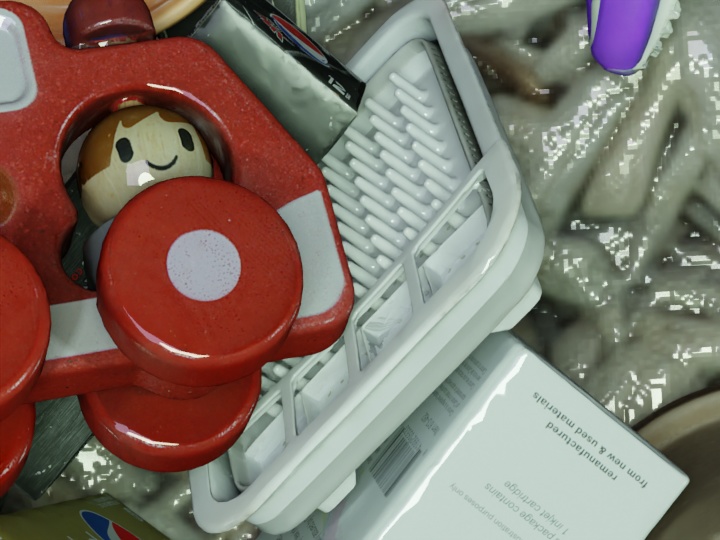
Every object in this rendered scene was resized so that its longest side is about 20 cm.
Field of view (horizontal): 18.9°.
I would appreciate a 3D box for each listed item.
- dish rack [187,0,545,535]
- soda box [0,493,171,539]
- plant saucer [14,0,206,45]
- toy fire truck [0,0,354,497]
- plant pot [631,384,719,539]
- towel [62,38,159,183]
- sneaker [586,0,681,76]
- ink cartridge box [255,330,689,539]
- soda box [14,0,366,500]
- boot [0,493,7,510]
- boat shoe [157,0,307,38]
[{"bbox_3d":[0.000,0.000,0.813,0.043,0.201,0.172,34,111,-26],"label":"dish rack"},{"bbox_3d":[-0.113,0.132,0.809,0.064,0.200,0.068,35,91,7],"label":"soda box"},{"bbox_3d":[-0.116,-0.181,0.831,0.198,0.037,0.202,1,94,13],"label":"plant saucer"},{"bbox_3d":[-0.108,-0.020,0.731,0.198,0.112,0.169,-10,70,-16],"label":"toy fire truck"},{"bbox_3d":[0.160,0.136,0.785,0.198,0.175,0.202,-1,85,7],"label":"plant pot"},{"bbox_3d":[-0.178,-0.044,0.893,0.199,0.032,0.192,31,103,6],"label":"towel"},{"bbox_3d":[0.083,-0.179,0.850,0.098,0.070,0.202,1,101,0],"label":"sneaker"},{"bbox_3d":[0.015,0.117,0.813,0.083,0.146,0.201,38,92,-11],"label":"ink cartridge box"},{"bbox_3d":[-0.085,-0.012,0.832,0.071,0.063,0.200,39,103,-7],"label":"soda box"},{"bbox_3d":[-0.209,0.089,0.837,0.130,0.200,0.068,30,56,5],"label":"boot"},{"bbox_3d":[-0.073,-0.150,0.876,0.071,0.066,0.203,-8,95,20],"label":"boat shoe"}]
